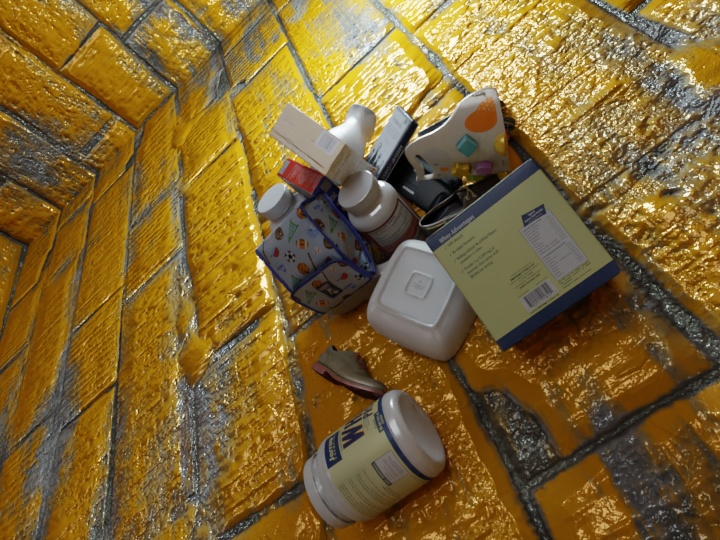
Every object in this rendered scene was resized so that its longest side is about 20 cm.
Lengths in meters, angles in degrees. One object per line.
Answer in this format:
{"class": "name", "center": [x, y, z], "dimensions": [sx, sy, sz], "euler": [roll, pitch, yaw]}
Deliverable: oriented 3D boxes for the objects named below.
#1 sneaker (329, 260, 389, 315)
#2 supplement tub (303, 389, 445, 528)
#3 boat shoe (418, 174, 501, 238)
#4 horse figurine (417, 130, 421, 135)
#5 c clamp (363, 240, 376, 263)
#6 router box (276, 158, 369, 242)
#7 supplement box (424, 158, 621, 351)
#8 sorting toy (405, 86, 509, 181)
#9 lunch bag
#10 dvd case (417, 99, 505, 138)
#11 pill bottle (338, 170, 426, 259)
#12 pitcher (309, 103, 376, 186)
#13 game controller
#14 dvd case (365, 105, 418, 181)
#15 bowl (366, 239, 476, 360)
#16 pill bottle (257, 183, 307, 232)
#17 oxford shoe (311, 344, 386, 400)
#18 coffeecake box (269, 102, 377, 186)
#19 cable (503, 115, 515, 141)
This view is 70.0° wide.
{"class": "sneaker", "center": [0.000, 0.000, 1.099], "dimensions": [0.199, 0.073, 0.117], "euler": [-30, 57, 24]}
{"class": "supplement tub", "center": [0.021, 0.304, 0.824], "dimensions": [0.199, 0.145, 0.146], "euler": [-39, 43, 14]}
{"class": "boat shoe", "center": [0.205, -0.131, 1.024], "dimensions": [0.199, 0.059, 0.072], "euler": [-37, 43, 15]}
{"class": "horse figurine", "center": [0.088, -0.241, 1.215], "dimensions": [0.132, 0.050, 0.202], "euler": [21, 78, 47]}
{"class": "c clamp", "center": [-0.055, -0.043, 1.223], "dimensions": [0.198, 0.027, 0.173], "euler": [-27, 47, 25]}
{"class": "router box", "center": [-0.072, -0.158, 1.164], "dimensions": [0.049, 0.199, 0.179], "euler": [-54, 40, -2]}
{"class": "supplement box", "center": [0.244, -0.020, 0.793], "dimensions": [0.199, 0.134, 0.201], "euler": [-38, 77, 14]}
{"class": "sorting toy", "center": [0.179, -0.215, 0.956], "dimensions": [0.177, 0.200, 0.108], "euler": [-11, 68, 16]}
{"class": "lunch bag", "center": [-0.085, -0.024, 1.030], "dimensions": [0.169, 0.201, 0.124], "euler": [-36, 7, 34]}
{"class": "dvd case", "center": [0.217, -0.318, 1.078], "dimensions": [0.147, 0.200, 0.016], "euler": [-23, 94, 29]}
{"class": "pill bottle", "center": [0.046, -0.109, 1.047], "dimensions": [0.111, 0.200, 0.113], "euler": [-23, 48, 28]}
{"class": "pitcher", "center": [-0.041, -0.282, 1.265], "dimensions": [0.120, 0.173, 0.201], "euler": [23, 58, 14]}
{"class": "game controller", "center": [0.128, -0.203, 1.129], "dimensions": [0.200, 0.042, 0.105], "euler": [41, 109, 32]}
{"class": "dvd case", "center": [0.054, -0.262, 1.156], "dimensions": [0.201, 0.024, 0.151], "euler": [-57, 22, 21]}
{"class": "bowl", "center": [0.114, 0.040, 0.940], "dimensions": [0.198, 0.075, 0.201], "euler": [22, 76, 31]}
{"class": "pill bottle", "center": [-0.137, -0.101, 1.173], "dimensions": [0.110, 0.200, 0.112], "euler": [-26, 40, 25]}
{"class": "oxford shoe", "center": [-0.017, 0.191, 0.996], "dimensions": [0.199, 0.070, 0.075], "euler": [14, 67, 45]}
{"class": "coffeecake box", "center": [-0.069, -0.239, 1.049], "dimensions": [0.153, 0.200, 0.073], "euler": [38, 99, 17]}
{"class": "cable", "center": [0.250, -0.280, 0.994], "dimensions": [0.096, 0.200, 0.051], "euler": [-16, 79, 19]}
